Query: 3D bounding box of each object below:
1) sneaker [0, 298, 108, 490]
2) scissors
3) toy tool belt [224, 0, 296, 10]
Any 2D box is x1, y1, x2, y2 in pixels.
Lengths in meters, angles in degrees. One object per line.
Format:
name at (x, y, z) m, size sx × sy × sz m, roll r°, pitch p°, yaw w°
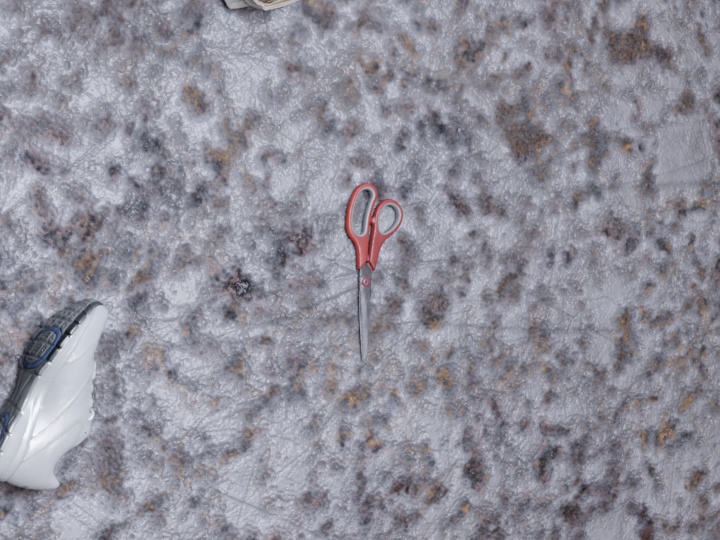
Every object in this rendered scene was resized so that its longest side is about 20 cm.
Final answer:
sneaker at (-0.301, 0.123, 1.014) m, size 0.087 × 0.074 × 0.201 m, roll 31°, pitch 82°, yaw -35°
scissors at (0.000, 0.000, 1.192) m, size 0.073 × 0.014 × 0.202 m, roll 19°, pitch 82°, yaw -28°
toy tool belt at (-0.067, -0.365, 1.104) m, size 0.200 × 0.123 × 0.125 m, roll -37°, pitch 105°, yaw -23°
